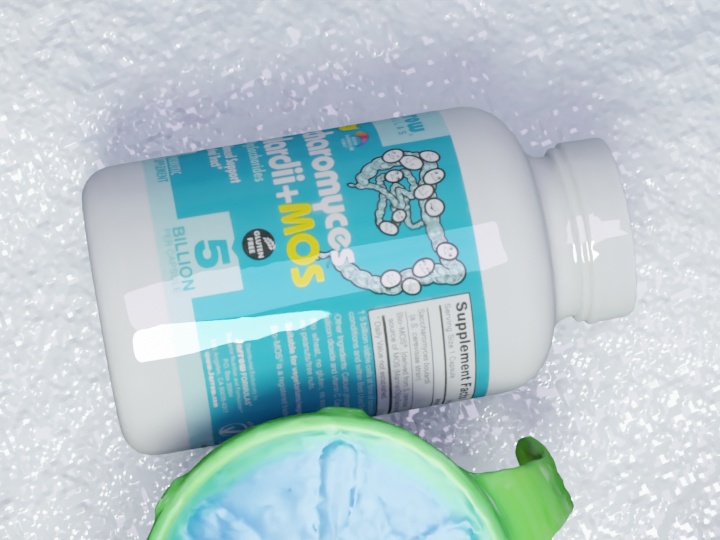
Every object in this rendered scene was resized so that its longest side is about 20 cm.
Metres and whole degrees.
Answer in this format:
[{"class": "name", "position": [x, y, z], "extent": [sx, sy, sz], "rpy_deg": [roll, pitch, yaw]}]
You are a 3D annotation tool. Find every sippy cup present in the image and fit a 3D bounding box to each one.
[{"class": "sippy cup", "position": [-0.016, 0.119, 0.883], "extent": [0.177, 0.130, 0.140], "rpy_deg": [10, 88, -4]}]

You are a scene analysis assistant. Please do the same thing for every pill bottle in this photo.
[{"class": "pill bottle", "position": [0.000, 0.000, 0.899], "extent": [0.199, 0.111, 0.111], "rpy_deg": [-10, 89, -6]}]
